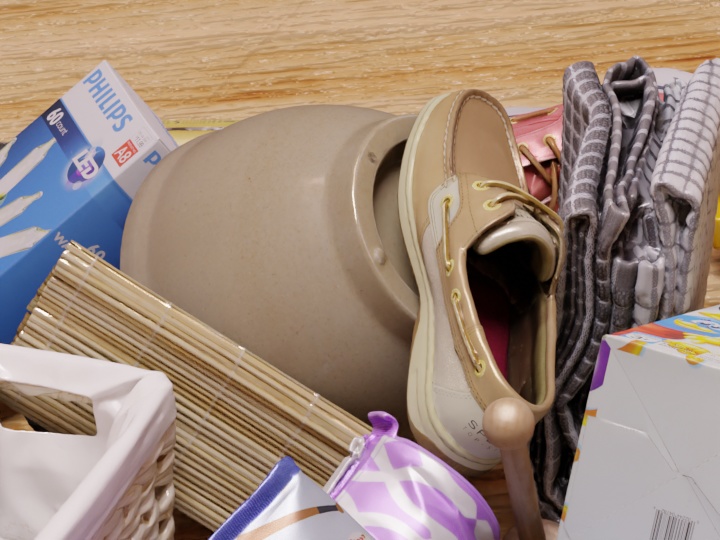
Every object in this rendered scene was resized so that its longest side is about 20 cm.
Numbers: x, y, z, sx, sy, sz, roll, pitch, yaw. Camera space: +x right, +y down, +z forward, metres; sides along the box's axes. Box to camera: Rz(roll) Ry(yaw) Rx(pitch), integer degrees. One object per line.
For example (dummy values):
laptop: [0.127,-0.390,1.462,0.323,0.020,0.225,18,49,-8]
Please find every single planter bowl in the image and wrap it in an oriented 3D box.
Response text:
planter bowl: [0.000,0.000,1.431,0.135,0.200,0.200,-29,8,43]

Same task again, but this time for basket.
basket: [-0.177,0.137,1.325,0.135,0.124,0.200,9,31,18]

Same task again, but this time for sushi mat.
sushi mat: [-0.078,0.073,1.383,0.200,0.096,0.012,31,28,4]

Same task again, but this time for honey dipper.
honey dipper: [0.074,0.105,1.299,0.038,0.200,0.038,-4,60,8]

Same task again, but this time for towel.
towel: [0.128,0.007,1.450,0.085,0.200,0.166,8,32,9]

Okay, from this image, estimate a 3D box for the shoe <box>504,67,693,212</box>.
shoe: [0.117,-0.058,1.653,0.200,0.072,0.091,-7,24,44]

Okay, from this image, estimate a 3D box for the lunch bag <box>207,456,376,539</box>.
lunch bag: [-0.041,0.204,1.141,0.170,0.124,0.200,44,71,5]

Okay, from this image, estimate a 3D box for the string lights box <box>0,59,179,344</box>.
string lights box: [-0.181,-0.010,1.541,0.200,0.059,0.103,-41,36,2]

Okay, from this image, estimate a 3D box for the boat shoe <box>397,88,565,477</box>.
boat shoe: [0.064,-0.004,1.343,0.074,0.066,0.200,20,54,-34]

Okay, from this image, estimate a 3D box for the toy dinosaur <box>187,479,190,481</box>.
toy dinosaur: [-0.065,0.048,1.499,0.077,0.103,0.200,-8,1,40]

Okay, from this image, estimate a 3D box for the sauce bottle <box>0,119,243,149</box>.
sauce bottle: [-0.147,-0.058,1.710,0.199,0.065,0.065,1,31,5]

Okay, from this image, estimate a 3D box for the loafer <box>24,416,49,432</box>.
loafer: [-0.113,0.038,1.550,0.068,0.070,0.201,-35,15,38]

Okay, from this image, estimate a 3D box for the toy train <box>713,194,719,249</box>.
toy train: [0.224,0.005,1.598,0.200,0.056,0.150,13,35,30]

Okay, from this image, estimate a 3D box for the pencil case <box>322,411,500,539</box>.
pencil case: [-0.023,0.155,1.268,0.200,0.086,0.084,-48,24,-25]

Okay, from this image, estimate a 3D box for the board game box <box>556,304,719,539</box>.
board game box: [0.187,0.080,1.350,0.105,0.103,0.200,17,12,25]
